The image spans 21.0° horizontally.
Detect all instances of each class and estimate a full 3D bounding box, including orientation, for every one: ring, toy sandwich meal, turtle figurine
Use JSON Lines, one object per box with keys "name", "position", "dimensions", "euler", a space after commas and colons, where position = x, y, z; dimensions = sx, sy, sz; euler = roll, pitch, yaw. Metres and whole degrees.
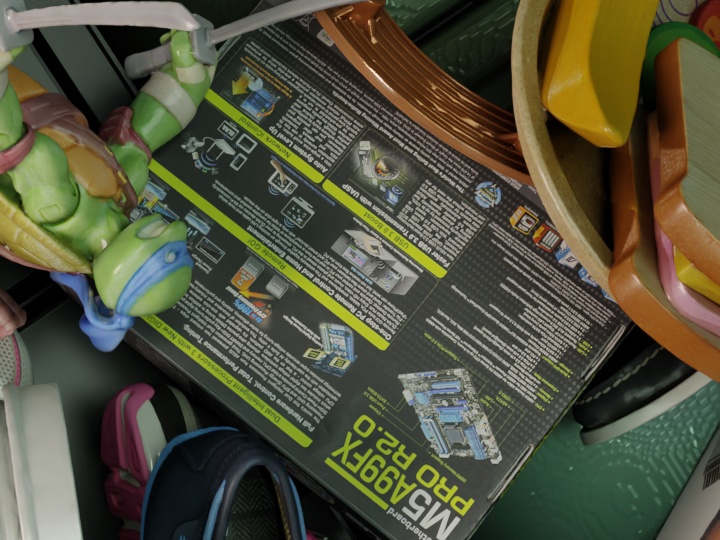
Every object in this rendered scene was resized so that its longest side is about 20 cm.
{"name": "ring", "position": [0.060, -0.110, 0.799], "dimensions": [0.200, 0.019, 0.201], "euler": [22, 41, -20]}
{"name": "toy sandwich meal", "position": [0.139, -0.051, 0.741], "dimensions": [0.205, 0.070, 0.206], "euler": [20, 56, -32]}
{"name": "turtle figurine", "position": [-0.113, -0.090, 0.702], "dimensions": [0.194, 0.200, 0.144], "euler": [36, 44, 12]}

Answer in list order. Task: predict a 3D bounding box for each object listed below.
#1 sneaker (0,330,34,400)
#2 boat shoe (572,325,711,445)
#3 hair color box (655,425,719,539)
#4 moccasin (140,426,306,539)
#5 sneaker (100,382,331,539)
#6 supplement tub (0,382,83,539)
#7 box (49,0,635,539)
{"name": "sneaker", "position": [-0.203, -0.002, 0.716], "dimensions": [0.200, 0.088, 0.081], "euler": [39, 73, -13]}
{"name": "boat shoe", "position": [0.156, 0.000, 0.857], "dimensions": [0.200, 0.074, 0.060], "euler": [-39, 98, -22]}
{"name": "hair color box", "position": [0.194, 0.097, 0.841], "dimensions": [0.064, 0.111, 0.200], "euler": [35, 74, -13]}
{"name": "moccasin", "position": [-0.045, 0.158, 0.690], "dimensions": [0.080, 0.068, 0.201], "euler": [-11, 91, -26]}
{"name": "sneaker", "position": [-0.032, 0.124, 0.777], "dimensions": [0.087, 0.074, 0.200], "euler": [-31, 101, -20]}
{"name": "supplement tub", "position": [-0.194, 0.114, 0.664], "dimensions": [0.199, 0.145, 0.146], "euler": [-8, 88, -11]}
{"name": "box", "position": [0.000, 0.000, 0.773], "dimensions": [0.200, 0.044, 0.160], "euler": [37, 79, 8]}
